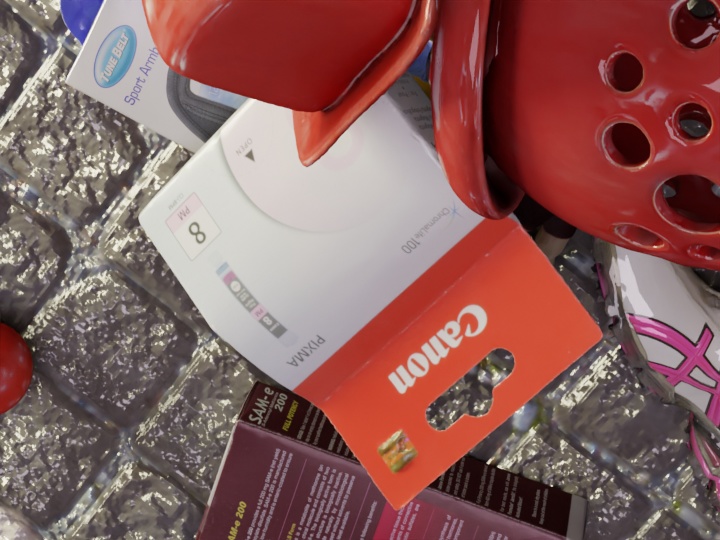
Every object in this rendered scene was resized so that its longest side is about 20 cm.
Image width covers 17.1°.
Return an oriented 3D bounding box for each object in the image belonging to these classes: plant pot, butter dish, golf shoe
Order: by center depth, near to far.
[{"bbox_3d":[-0.052,-0.166,1.060,0.147,0.200,0.200,3,74,-19],"label":"butter dish"},{"bbox_3d":[0.134,-0.105,1.071,0.182,0.200,0.201,10,113,14],"label":"plant pot"},{"bbox_3d":[0.191,0.042,1.246,0.092,0.073,0.200,-27,112,19],"label":"golf shoe"}]

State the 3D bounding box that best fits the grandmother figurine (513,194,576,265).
[{"bbox_3d":[0.072,-0.039,1.233,0.200,0.121,0.061,-40,59,12],"label":"grandmother figurine"}]

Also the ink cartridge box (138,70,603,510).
[{"bbox_3d":[0.000,0.000,1.190,0.163,0.057,0.200,-43,72,30],"label":"ink cartridge box"}]

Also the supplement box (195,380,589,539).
[{"bbox_3d":[0.014,0.149,1.321,0.199,0.061,0.109,20,112,0],"label":"supplement box"}]

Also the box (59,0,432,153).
[{"bbox_3d":[-0.060,-0.115,1.243,0.199,0.042,0.119,27,113,-4],"label":"box"}]

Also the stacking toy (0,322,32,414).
[{"bbox_3d":[-0.270,0.015,1.313,0.200,0.085,0.085,35,113,-12],"label":"stacking toy"}]
